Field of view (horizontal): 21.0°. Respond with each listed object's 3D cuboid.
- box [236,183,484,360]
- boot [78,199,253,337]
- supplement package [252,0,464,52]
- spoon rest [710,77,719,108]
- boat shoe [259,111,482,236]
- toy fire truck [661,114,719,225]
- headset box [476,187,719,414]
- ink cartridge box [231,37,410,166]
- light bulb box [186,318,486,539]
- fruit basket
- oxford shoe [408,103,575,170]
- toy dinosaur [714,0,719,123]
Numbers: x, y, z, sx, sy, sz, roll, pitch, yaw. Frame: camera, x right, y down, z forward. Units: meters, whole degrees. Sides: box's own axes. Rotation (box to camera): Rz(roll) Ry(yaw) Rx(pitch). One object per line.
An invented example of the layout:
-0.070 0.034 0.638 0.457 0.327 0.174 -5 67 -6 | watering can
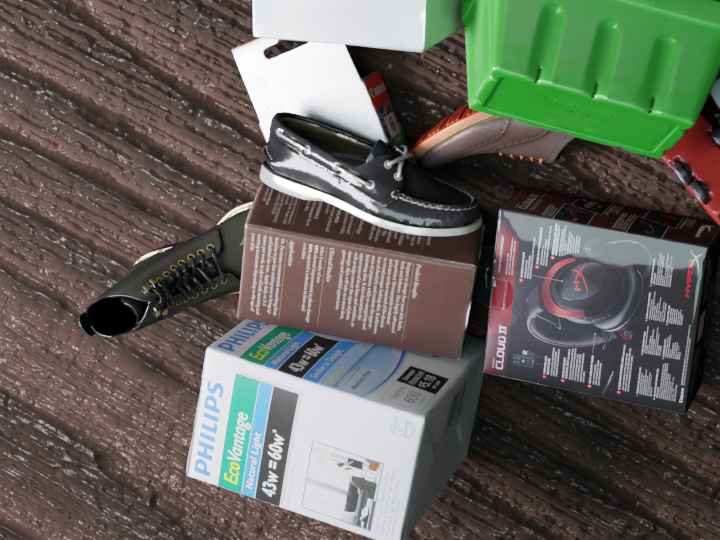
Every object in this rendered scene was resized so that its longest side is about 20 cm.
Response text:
0.000 0.000 1.648 0.198 0.075 0.101 12 126 5 | box
-0.142 0.006 1.720 0.199 0.138 0.078 -26 96 25 | boot
0.016 -0.288 1.528 0.146 0.200 0.193 7 109 19 | supplement package
0.348 -0.083 1.499 0.199 0.061 0.099 33 124 -30 | spoon rest
0.010 -0.082 1.617 0.198 0.074 0.061 19 116 21 | boat shoe
0.295 -0.057 1.547 0.049 0.141 0.200 -39 51 6 | toy fire truck
0.192 0.022 1.628 0.198 0.075 0.150 10 110 18 | headset box
-0.023 -0.120 1.681 0.108 0.050 0.202 -19 99 23 | ink cartridge box
-0.017 0.118 1.673 0.198 0.198 0.126 17 112 15 | light bulb box
0.182 -0.205 1.481 0.213 0.156 0.218 2 76 -8 | fruit basket
0.129 -0.114 1.613 0.199 0.071 0.073 -21 104 25 | oxford shoe
0.334 -0.159 1.514 0.199 0.077 0.103 26 128 16 | toy dinosaur
